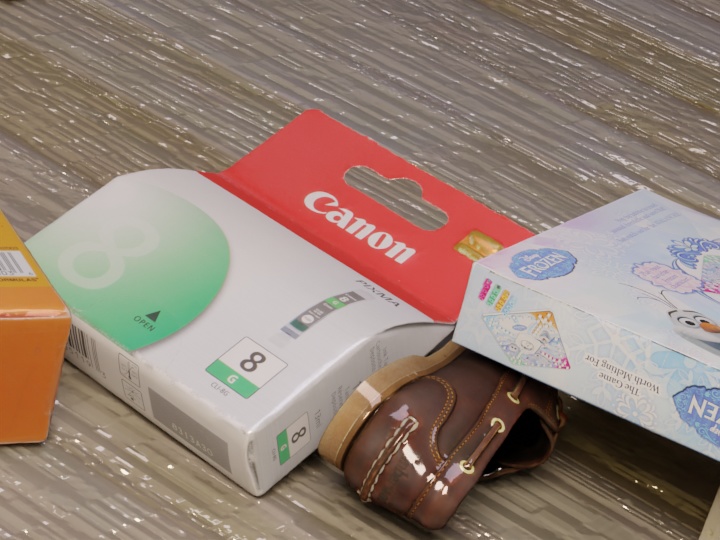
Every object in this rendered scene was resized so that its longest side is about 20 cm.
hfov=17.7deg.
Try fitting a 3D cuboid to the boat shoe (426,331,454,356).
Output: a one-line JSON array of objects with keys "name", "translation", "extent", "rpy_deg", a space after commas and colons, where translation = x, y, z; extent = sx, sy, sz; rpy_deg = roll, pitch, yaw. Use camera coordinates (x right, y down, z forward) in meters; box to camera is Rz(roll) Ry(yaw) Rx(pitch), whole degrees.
[{"name": "boat shoe", "translation": [0.000, 0.000, 1.140], "extent": [0.199, 0.066, 0.074], "rpy_deg": [2, 28, -32]}]

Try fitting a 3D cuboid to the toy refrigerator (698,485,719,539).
[{"name": "toy refrigerator", "translation": [0.255, 0.112, 1.061], "extent": [0.199, 0.076, 0.070], "rpy_deg": [1, 28, -31]}]

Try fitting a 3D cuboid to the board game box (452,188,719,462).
[{"name": "board game box", "translation": [0.172, 0.031, 1.038], "extent": [0.199, 0.044, 0.200], "rpy_deg": [25, 22, 23]}]

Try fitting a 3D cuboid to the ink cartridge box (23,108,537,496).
[{"name": "ink cartridge box", "translation": [-0.036, -0.007, 1.054], "extent": [0.161, 0.050, 0.200], "rpy_deg": [32, 57, 30]}]

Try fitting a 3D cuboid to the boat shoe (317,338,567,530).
[{"name": "boat shoe", "translation": [0.055, 0.066, 1.036], "extent": [0.070, 0.071, 0.200], "rpy_deg": [34, 29, 16]}]

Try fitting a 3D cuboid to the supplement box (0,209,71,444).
[{"name": "supplement box", "translation": [-0.192, -0.002, 1.016], "extent": [0.069, 0.067, 0.200], "rpy_deg": [0, 28, -27]}]
